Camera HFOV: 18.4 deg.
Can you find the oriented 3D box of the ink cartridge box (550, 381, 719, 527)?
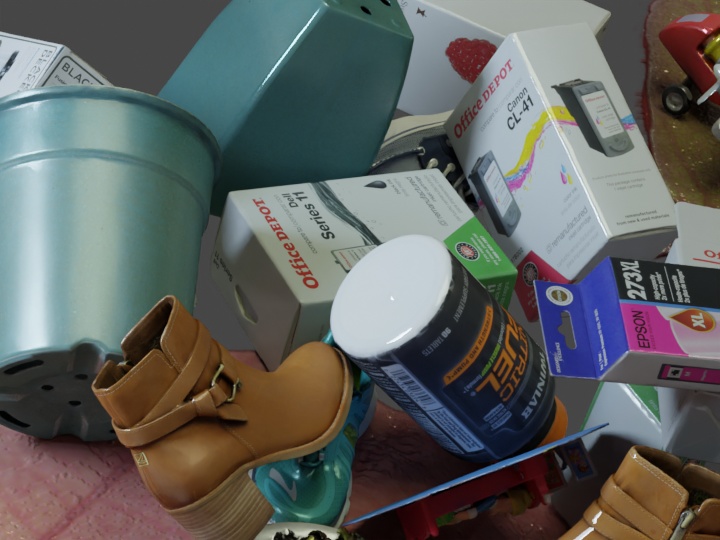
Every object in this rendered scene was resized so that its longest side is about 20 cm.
[{"bbox_3d":[0.259,0.128,1.652,0.200,0.146,0.088,-13,47,-34],"label":"ink cartridge box"}]

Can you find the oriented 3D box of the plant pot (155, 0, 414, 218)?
[{"bbox_3d":[-0.054,-0.152,1.814,0.141,0.200,0.141,16,33,-30],"label":"plant pot"}]

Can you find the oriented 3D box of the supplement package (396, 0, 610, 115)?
[{"bbox_3d":[0.107,-0.203,2.037,0.200,0.122,0.120,24,38,11],"label":"supplement package"}]

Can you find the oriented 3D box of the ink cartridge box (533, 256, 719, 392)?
[{"bbox_3d":[0.221,0.038,1.498,0.199,0.037,0.095,4,42,-9],"label":"ink cartridge box"}]

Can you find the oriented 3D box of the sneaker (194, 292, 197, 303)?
[{"bbox_3d":[-0.179,-0.033,1.762,0.080,0.077,0.200,-9,38,-12],"label":"sneaker"}]

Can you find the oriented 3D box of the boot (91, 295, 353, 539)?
[{"bbox_3d":[-0.094,0.076,1.509,0.077,0.155,0.200,-9,34,46],"label":"boot"}]

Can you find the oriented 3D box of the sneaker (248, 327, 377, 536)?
[{"bbox_3d":[-0.031,0.111,1.611,0.077,0.080,0.200,16,44,0],"label":"sneaker"}]

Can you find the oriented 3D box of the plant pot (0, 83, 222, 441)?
[{"bbox_3d":[-0.198,0.004,1.583,0.200,0.200,0.197,6,61,-14],"label":"plant pot"}]

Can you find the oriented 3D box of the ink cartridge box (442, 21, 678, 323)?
[{"bbox_3d":[0.163,-0.079,1.830,0.085,0.148,0.200,-11,66,-31],"label":"ink cartridge box"}]

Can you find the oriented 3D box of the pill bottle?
[{"bbox_3d":[0.073,0.070,1.624,0.200,0.106,0.106,45,18,-39],"label":"pill bottle"}]

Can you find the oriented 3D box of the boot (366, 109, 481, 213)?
[{"bbox_3d":[0.073,-0.085,1.914,0.200,0.073,0.090,-22,53,-36],"label":"boot"}]

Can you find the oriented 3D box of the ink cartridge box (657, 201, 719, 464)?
[{"bbox_3d":[0.272,0.048,1.580,0.115,0.068,0.200,12,41,-7],"label":"ink cartridge box"}]

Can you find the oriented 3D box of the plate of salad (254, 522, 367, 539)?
[{"bbox_3d":[-0.026,0.241,1.464,0.199,0.048,0.200,10,45,-10],"label":"plate of salad"}]

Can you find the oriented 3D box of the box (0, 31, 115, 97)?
[{"bbox_3d":[-0.242,-0.127,1.738,0.117,0.060,0.200,40,-11,-30],"label":"box"}]

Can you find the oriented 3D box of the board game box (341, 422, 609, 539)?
[{"bbox_3d":[0.085,0.159,1.545,0.158,0.200,0.039,-11,78,-66],"label":"board game box"}]

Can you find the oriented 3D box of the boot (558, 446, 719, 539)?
[{"bbox_3d":[0.155,0.189,1.499,0.199,0.156,0.077,18,27,-9],"label":"boot"}]

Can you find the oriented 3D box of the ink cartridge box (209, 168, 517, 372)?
[{"bbox_3d":[0.000,0.000,1.767,0.199,0.083,0.147,-8,43,-29],"label":"ink cartridge box"}]

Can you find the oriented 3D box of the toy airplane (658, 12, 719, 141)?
[{"bbox_3d":[0.397,-0.179,2.102,0.198,0.141,0.200,5,38,-16],"label":"toy airplane"}]
